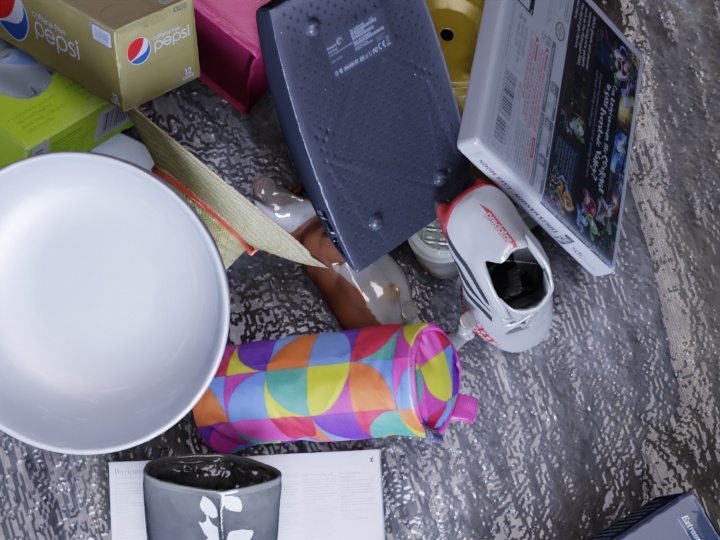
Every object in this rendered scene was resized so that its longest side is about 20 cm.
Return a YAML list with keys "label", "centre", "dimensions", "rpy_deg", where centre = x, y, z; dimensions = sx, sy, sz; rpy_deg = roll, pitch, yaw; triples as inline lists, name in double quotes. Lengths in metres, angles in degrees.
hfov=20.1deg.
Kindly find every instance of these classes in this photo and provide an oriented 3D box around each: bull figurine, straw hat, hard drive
- label: "bull figurine"
  centre: [0.000, 0.000, 1.502]
  dimensions: [0.065, 0.121, 0.200]
  rpy_deg: [-37, 94, -31]
- label: "straw hat"
  centre: [-0.120, -0.030, 1.406]
  dimensions: [0.201, 0.201, 0.085]
  rpy_deg: [38, 89, 1]
- label: "hard drive"
  centre: [0.002, -0.115, 1.400]
  dimensions: [0.135, 0.042, 0.201]
  rpy_deg: [-35, 120, -30]

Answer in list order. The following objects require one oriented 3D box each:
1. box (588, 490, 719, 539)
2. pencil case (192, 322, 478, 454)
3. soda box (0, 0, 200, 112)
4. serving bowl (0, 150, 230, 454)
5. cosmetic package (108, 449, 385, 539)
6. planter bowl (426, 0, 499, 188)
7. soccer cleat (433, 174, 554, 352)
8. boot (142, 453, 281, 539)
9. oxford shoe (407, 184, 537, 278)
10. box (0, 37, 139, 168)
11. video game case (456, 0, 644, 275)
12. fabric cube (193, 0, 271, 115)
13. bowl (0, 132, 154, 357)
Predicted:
- label: "box"
  centre: [0.188, 0.275, 1.478]
  dimensions: [0.200, 0.107, 0.149]
  rpy_deg: [-31, 85, -8]
- label: "pencil case"
  centre: [-0.022, 0.087, 1.454]
  dimensions: [0.199, 0.088, 0.089]
  rpy_deg: [-4, 81, 29]
- label: "soda box"
  centre: [-0.198, -0.183, 1.401]
  dimensions: [0.068, 0.064, 0.200]
  rpy_deg: [-29, 43, -31]
- label: "serving bowl"
  centre: [-0.180, 0.017, 1.336]
  dimensions: [0.199, 0.066, 0.201]
  rpy_deg: [1, 101, 6]
- label: "cosmetic package"
  centre: [-0.084, 0.176, 1.493]
  dimensions: [0.199, 0.051, 0.083]
  rpy_deg: [-2, 86, -5]
- label: "planter bowl"
  centre: [0.059, -0.155, 1.508]
  dimensions: [0.199, 0.084, 0.201]
  rpy_deg: [3, 62, -6]
- label: "soccer cleat"
  centre: [0.109, 0.013, 1.466]
  dimensions: [0.069, 0.200, 0.085]
  rpy_deg: [-34, 53, -7]
- label: "boot"
  centre: [-0.069, 0.231, 1.441]
  dimensions: [0.181, 0.073, 0.201]
  rpy_deg: [4, 104, -5]
- label: "oxford shoe"
  centre: [0.114, -0.056, 1.547]
  dimensions: [0.200, 0.058, 0.075]
  rpy_deg: [-31, 68, -23]
- label: "box"
  centre: [-0.269, -0.149, 1.468]
  dimensions: [0.200, 0.048, 0.122]
  rpy_deg: [36, 47, 20]
- label: "video game case"
  centre: [0.143, -0.125, 1.487]
  dimensions: [0.182, 0.023, 0.201]
  rpy_deg: [39, 50, -39]
- label: "fabric cube"
  centre: [-0.093, -0.266, 1.481]
  dimensions: [0.196, 0.200, 0.200]
  rpy_deg: [39, 80, 0]
- label: "bowl"
  centre: [-0.210, -0.002, 1.469]
  dimensions: [0.200, 0.090, 0.202]
  rpy_deg: [14, 53, -19]
